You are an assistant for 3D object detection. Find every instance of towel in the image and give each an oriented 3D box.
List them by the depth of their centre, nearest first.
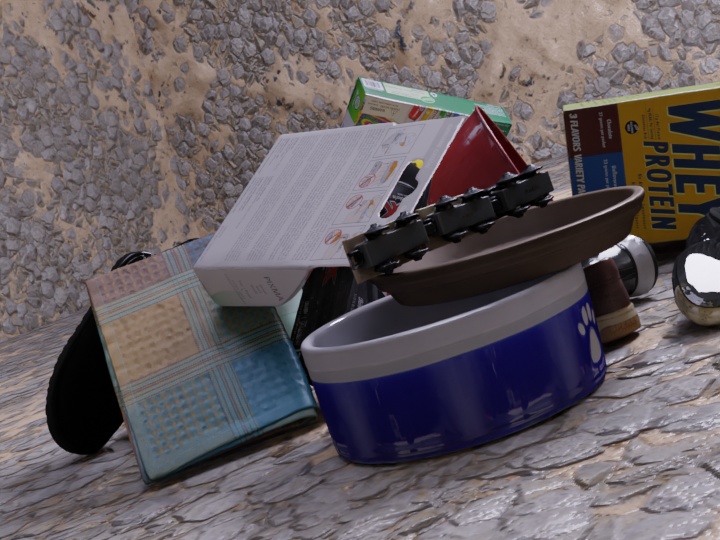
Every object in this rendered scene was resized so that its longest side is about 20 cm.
[{"bbox_3d":[-0.131,0.063,0.922,0.145,0.202,0.022,-20,-35,-11],"label":"towel"}]

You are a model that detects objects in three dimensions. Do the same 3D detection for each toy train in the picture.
[{"bbox_3d":[0.059,-0.034,0.787,0.198,0.035,0.045,-22,4,-39],"label":"toy train"}]

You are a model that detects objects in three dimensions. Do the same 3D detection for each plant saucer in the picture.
[{"bbox_3d":[0.102,-0.016,0.792,0.197,0.030,0.200,-19,5,2],"label":"plant saucer"}]

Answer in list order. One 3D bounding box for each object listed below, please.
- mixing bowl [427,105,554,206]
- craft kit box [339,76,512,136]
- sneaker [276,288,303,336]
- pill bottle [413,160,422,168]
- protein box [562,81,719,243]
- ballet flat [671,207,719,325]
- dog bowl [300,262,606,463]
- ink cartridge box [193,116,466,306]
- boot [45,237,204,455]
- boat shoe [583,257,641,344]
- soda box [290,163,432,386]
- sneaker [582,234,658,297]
[{"bbox_3d":[0.137,-0.054,1.165,0.108,0.201,0.200,-37,1,13],"label":"mixing bowl"},{"bbox_3d":[0.056,-0.120,1.377,0.197,0.199,0.049,7,39,-23],"label":"craft kit box"},{"bbox_3d":[-0.068,0.035,1.179,0.073,0.120,0.200,-19,4,-1],"label":"sneaker"},{"bbox_3d":[0.011,-0.083,1.231,0.197,0.113,0.111,-3,-4,-37],"label":"pill bottle"},{"bbox_3d":[0.307,-0.110,1.143,0.196,0.137,0.199,-7,8,11],"label":"protein box"},{"bbox_3d":[0.270,0.004,0.859,0.065,0.058,0.200,14,23,18],"label":"ballet flat"},{"bbox_3d":[0.064,0.056,0.779,0.197,0.080,0.200,-18,6,2],"label":"dog bowl"},{"bbox_3d":[-0.019,-0.046,0.901,0.198,0.050,0.162,1,48,38],"label":"ink cartridge box"},{"bbox_3d":[-0.204,0.069,1.038,0.079,0.214,0.157,27,-15,-31],"label":"boot"},{"bbox_3d":[0.134,0.022,0.905,0.071,0.073,0.199,-21,6,-29],"label":"boat shoe"},{"bbox_3d":[0.000,0.000,0.963,0.063,0.203,0.070,31,-28,-35],"label":"soda box"},{"bbox_3d":[0.159,0.007,1.002,0.089,0.068,0.199,-19,7,-32],"label":"sneaker"}]
